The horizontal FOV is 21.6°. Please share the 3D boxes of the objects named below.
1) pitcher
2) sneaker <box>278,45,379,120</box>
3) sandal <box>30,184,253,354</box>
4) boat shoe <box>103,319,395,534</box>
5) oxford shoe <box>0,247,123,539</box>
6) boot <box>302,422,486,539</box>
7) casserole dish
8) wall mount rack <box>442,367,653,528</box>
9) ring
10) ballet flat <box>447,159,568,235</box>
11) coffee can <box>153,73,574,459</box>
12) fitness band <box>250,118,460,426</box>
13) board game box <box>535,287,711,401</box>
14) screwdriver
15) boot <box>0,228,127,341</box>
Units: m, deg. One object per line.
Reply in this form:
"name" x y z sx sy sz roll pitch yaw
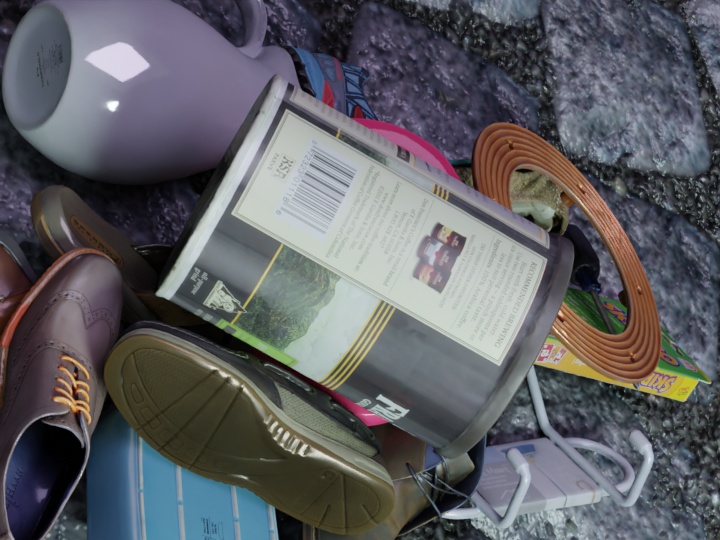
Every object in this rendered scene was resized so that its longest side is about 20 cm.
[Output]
"pitcher" -0.129 -0.134 1.219 0.199 0.121 0.172 9 59 -42
"sneaker" -0.003 -0.063 1.294 0.095 0.079 0.201 -1 70 -37
"sandal" -0.117 0.009 1.162 0.200 0.054 0.080 43 16 -27
"boat shoe" -0.065 0.086 1.102 0.200 0.073 0.065 37 26 -26
"oxford shoe" -0.167 0.075 1.056 0.071 0.073 0.201 31 62 -30
"boot" 0.024 0.133 1.174 0.200 0.097 0.075 -81 150 -47
"casserole dish" -0.096 0.149 1.087 0.121 0.039 0.201 21 39 -28
"wall mount rack" 0.101 0.101 1.300 0.199 0.075 0.174 -4 33 -37
"ring" 0.136 -0.011 1.272 0.200 0.019 0.201 37 34 -30
"ballet flat" 0.095 -0.044 1.338 0.200 0.070 0.066 -6 81 -52
"coffee can" 0.002 -0.002 1.094 0.199 0.146 0.147 30 54 -7
"fitness band" 0.000 0.000 1.196 0.143 0.037 0.201 14 67 -15
"board game box" 0.157 0.043 1.348 0.199 0.030 0.096 13 27 -35
"screwdriver" 0.172 0.022 1.344 0.028 0.029 0.200 22 21 -22
"boot" -0.244 0.076 1.082 0.188 0.068 0.201 40 56 -30
